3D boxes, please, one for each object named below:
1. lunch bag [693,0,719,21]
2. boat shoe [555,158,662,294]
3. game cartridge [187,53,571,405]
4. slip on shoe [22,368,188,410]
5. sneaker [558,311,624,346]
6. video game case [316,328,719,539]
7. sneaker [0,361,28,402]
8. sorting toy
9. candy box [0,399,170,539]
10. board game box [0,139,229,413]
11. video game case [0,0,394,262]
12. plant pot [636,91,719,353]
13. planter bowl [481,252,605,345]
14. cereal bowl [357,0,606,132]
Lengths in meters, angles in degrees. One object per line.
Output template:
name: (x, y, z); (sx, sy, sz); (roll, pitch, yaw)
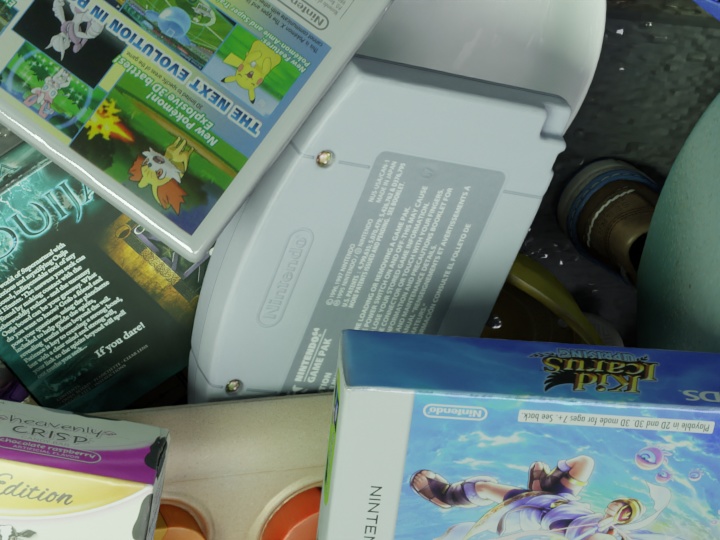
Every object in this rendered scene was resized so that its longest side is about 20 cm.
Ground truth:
lunch bag: (0.251, -0.189, 0.950); (0.170, 0.124, 0.200); (29, 98, -36)
boat shoe: (0.192, 0.011, 1.075); (0.200, 0.072, 0.072); (23, 110, -32)
game cartridge: (0.000, 0.000, 0.872); (0.133, 0.040, 0.200); (7, 119, -32)
slip on shoe: (-0.126, 0.078, 0.981); (0.200, 0.061, 0.076); (-36, 127, 8)
sneaker: (0.086, 0.119, 1.108); (0.200, 0.074, 0.116); (-48, 145, -1)
video game case: (0.081, 0.116, 0.844); (0.200, 0.045, 0.182); (4, 124, -5)
sneaker: (-0.171, 0.022, 0.928); (0.200, 0.081, 0.089); (-29, 134, 1)
sorting toy: (-0.063, 0.152, 0.886); (0.185, 0.036, 0.200); (-3, 119, -27)
candy box: (-0.160, 0.153, 0.797); (0.136, 0.061, 0.200); (9, 108, -3)
board game box: (-0.081, -0.026, 0.858); (0.200, 0.028, 0.135); (-33, 128, -1)
video game case: (-0.093, -0.133, 0.795); (0.200, 0.022, 0.182); (36, 82, 0)
plant pot: (0.235, 0.014, 0.929); (0.196, 0.197, 0.200); (28, 135, -22)
planter bowl: (0.056, 0.047, 1.008); (0.200, 0.083, 0.201); (14, 130, 17)
cereal bowl: (0.008, -0.116, 0.911); (0.200, 0.083, 0.200); (-11, 123, -17)
